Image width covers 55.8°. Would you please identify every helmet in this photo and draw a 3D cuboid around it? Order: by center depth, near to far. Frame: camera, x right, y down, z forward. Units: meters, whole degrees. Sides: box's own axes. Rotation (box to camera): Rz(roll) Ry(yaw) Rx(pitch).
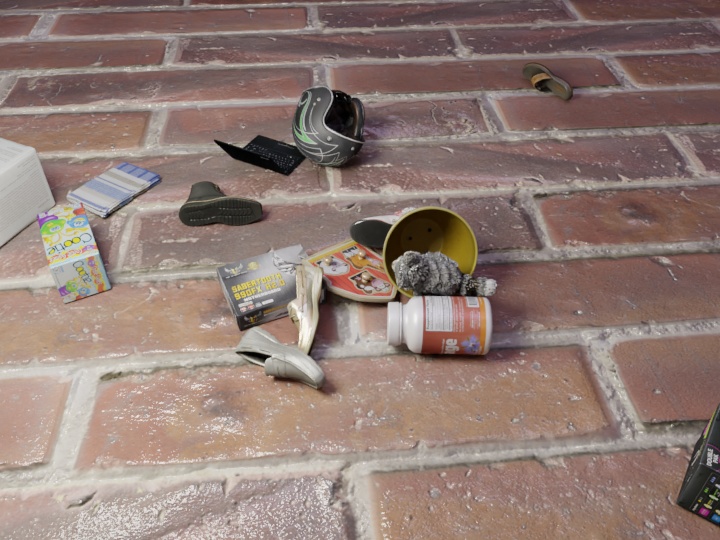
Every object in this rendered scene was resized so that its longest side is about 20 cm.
[{"bbox_3d":[-0.084,-0.371,1.790,0.198,0.193,0.200,2,-2,0],"label":"helmet"}]

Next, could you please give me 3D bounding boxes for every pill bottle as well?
[{"bbox_3d":[0.152,0.107,1.335,0.198,0.113,0.113,1,43,1],"label":"pill bottle"}]

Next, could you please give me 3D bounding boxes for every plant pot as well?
[{"bbox_3d":[0.141,-0.052,1.470,0.198,0.202,0.142,-2,16,-3],"label":"plant pot"}]

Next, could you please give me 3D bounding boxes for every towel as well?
[{"bbox_3d":[-0.626,-0.209,1.731,0.146,0.024,0.200,22,45,24],"label":"towel"}]

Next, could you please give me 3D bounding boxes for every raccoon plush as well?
[{"bbox_3d":[0.158,0.003,1.322,0.198,0.134,0.098,-3,84,19],"label":"raccoon plush"}]

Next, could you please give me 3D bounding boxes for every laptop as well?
[{"bbox_3d":[-0.257,-0.330,1.806,0.176,0.104,0.200,20,46,19],"label":"laptop"}]

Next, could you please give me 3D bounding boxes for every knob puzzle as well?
[{"bbox_3d":[0.000,0.000,1.474,0.217,0.031,0.221,12,35,-9],"label":"knob puzzle"}]

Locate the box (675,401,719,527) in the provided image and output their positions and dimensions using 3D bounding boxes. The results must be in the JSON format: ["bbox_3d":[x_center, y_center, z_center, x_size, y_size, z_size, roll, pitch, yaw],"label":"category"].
[{"bbox_3d":[0.637,0.338,1.082,0.199,0.125,0.148,25,46,25],"label":"box"}]

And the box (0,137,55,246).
[{"bbox_3d":[-0.881,-0.195,1.603,0.197,0.172,0.200,18,45,18],"label":"box"}]

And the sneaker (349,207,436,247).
[{"bbox_3d":[0.073,-0.102,1.583,0.199,0.068,0.108,-6,16,-1],"label":"sneaker"}]

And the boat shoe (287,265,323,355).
[{"bbox_3d":[-0.115,0.082,1.359,0.064,0.072,0.202,8,64,-6],"label":"boat shoe"}]

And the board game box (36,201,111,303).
[{"bbox_3d":[-0.630,-0.042,1.491,0.102,0.106,0.200,-19,45,-20],"label":"board game box"}]

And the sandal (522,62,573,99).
[{"bbox_3d":[0.576,-0.584,2.127,0.054,0.082,0.200,-39,60,-8],"label":"sandal"}]

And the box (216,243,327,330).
[{"bbox_3d":[-0.191,0.031,1.458,0.198,0.049,0.159,-16,46,-18],"label":"box"}]

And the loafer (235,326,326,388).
[{"bbox_3d":[-0.153,0.177,1.293,0.199,0.070,0.070,23,54,30],"label":"loafer"}]

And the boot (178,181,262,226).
[{"bbox_3d":[-0.336,-0.179,1.669,0.198,0.078,0.139,0,38,-2],"label":"boot"}]
